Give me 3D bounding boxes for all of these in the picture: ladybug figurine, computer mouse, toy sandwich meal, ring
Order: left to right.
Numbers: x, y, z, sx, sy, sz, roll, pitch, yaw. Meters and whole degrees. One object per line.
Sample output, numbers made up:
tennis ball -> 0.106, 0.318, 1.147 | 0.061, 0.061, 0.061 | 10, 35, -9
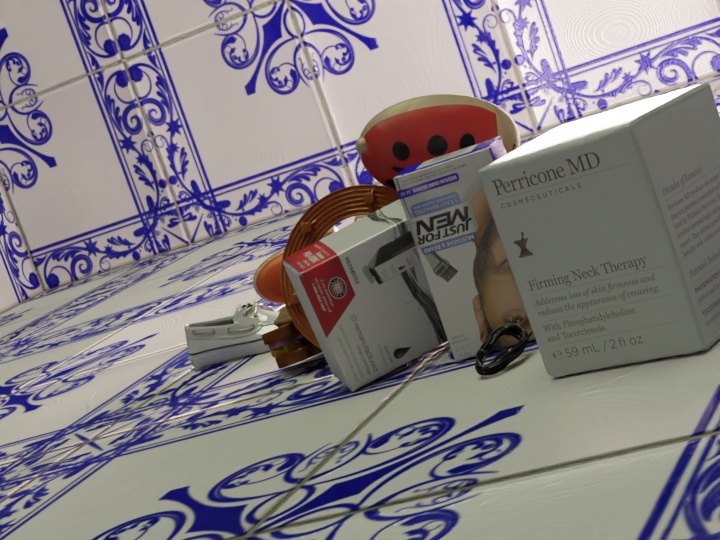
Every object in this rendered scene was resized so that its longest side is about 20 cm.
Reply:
toy sandwich meal -> -0.018, 0.064, 1.932 | 0.203, 0.071, 0.205 | -13, -1, 0
ring -> 0.000, 0.000, 1.826 | 0.199, 0.202, 0.019 | -18, -13, 16
ladybug figurine -> 0.092, -0.134, 1.844 | 0.198, 0.137, 0.072 | -2, 42, -12
computer mouse -> 0.193, 0.055, 1.574 | 0.199, 0.034, 0.059 | -28, 39, -20

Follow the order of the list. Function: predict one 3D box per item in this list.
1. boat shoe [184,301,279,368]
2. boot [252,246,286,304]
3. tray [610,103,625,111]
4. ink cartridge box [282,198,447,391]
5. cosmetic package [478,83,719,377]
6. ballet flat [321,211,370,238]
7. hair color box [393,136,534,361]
boat shoe -> -0.150, 0.076, 2.156 | 0.198, 0.067, 0.074 | -18, 8, 15
boot -> -0.042, -0.002, 1.975 | 0.198, 0.076, 0.107 | -12, 4, 7
tray -> 0.246, -0.064, 1.664 | 0.201, 0.107, 0.022 | -54, 27, 6
ink cartridge box -> 0.039, 0.014, 1.715 | 0.199, 0.148, 0.083 | -28, 16, -10
cosmetic package -> 0.238, -0.036, 1.430 | 0.166, 0.202, 0.166 | -15, 9, 40
ballet flat -> -0.004, -0.032, 1.876 | 0.199, 0.068, 0.068 | -25, 28, 15
hair color box -> 0.119, -0.021, 1.629 | 0.108, 0.202, 0.065 | -17, 10, 21
